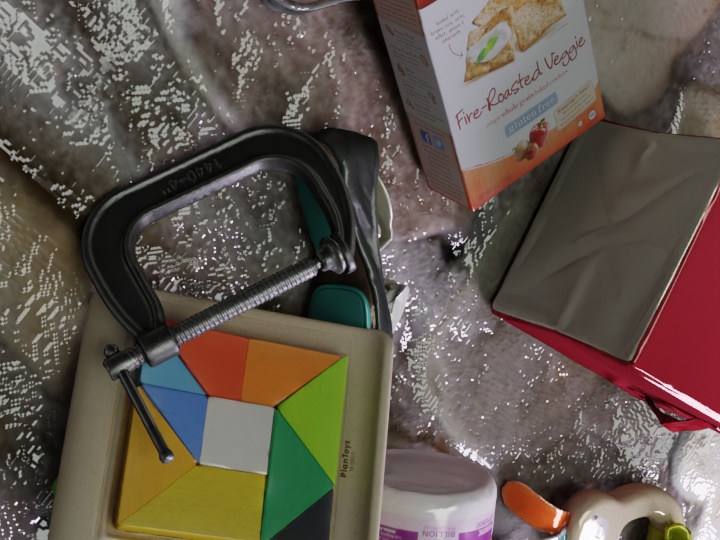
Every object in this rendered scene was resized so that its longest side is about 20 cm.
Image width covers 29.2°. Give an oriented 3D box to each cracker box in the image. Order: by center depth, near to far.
[{"bbox_3d":[0.088,-0.160,0.942,0.134,0.058,0.200,-36,129,-20],"label":"cracker box"}]

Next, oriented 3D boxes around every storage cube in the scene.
[{"bbox_3d":[0.239,0.009,1.032,0.180,0.171,0.200,30,86,-32],"label":"storage cube"}]

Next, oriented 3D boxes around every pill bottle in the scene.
[{"bbox_3d":[0.034,0.240,1.001,0.112,0.112,0.201,-1,103,-31],"label":"pill bottle"}]

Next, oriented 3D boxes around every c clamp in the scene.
[{"bbox_3d":[-0.083,0.001,0.863,0.200,0.171,0.027,-33,160,-15],"label":"c clamp"}]

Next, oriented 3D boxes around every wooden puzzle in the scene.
[{"bbox_3d":[-0.082,0.107,0.859,0.199,0.037,0.185,9,68,-9],"label":"wooden puzzle"}]

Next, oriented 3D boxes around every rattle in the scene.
[{"bbox_3d":[0.216,0.238,1.099,0.130,0.143,0.200,-48,129,9],"label":"rattle"}]

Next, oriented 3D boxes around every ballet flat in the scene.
[{"bbox_3d":[0.000,0.000,0.950,0.068,0.068,0.200,-17,111,-40],"label":"ballet flat"}]

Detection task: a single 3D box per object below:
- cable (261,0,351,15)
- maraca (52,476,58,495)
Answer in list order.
[{"bbox_3d":[0.010,-0.193,0.913,0.200,0.050,0.097,23,87,-33],"label":"cable"},{"bbox_3d":[-0.102,0.165,0.907,0.200,0.107,0.137,32,86,-18],"label":"maraca"}]
